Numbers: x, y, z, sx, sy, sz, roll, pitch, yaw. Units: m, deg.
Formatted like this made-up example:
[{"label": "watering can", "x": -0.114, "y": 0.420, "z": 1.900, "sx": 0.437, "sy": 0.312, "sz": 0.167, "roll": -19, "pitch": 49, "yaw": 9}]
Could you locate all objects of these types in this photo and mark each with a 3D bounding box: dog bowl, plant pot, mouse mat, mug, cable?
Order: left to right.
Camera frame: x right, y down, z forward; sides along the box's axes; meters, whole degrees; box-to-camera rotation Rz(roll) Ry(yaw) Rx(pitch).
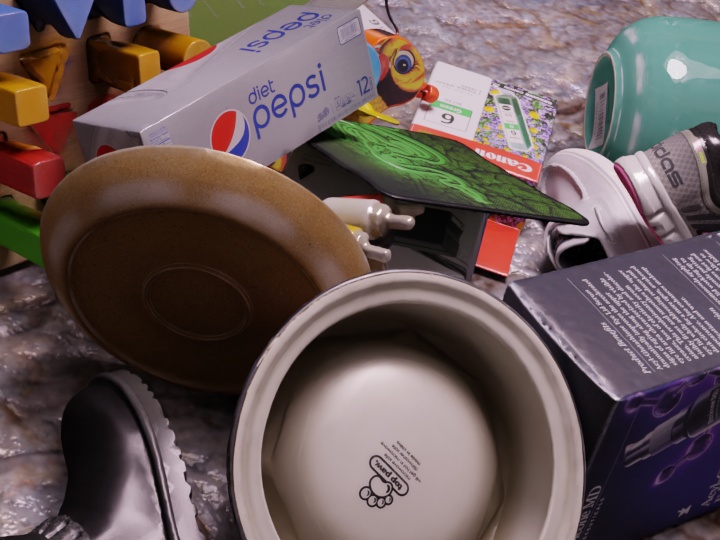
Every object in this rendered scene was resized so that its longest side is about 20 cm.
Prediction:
[{"label": "plant pot", "x": -0.091, "y": 0.011, "z": 0.849, "sx": 0.197, "sy": 0.201, "sz": 0.028, "roll": 14, "pitch": 48, "yaw": -2}, {"label": "cable", "x": -0.057, "y": -0.033, "z": 0.895, "sx": 0.197, "sy": 0.051, "sz": 0.097, "roll": 10, "pitch": 25, "yaw": 17}, {"label": "dog bowl", "x": 0.017, "y": 0.104, "z": 0.794, "sx": 0.197, "sy": 0.074, "sz": 0.203, "roll": 3, "pitch": 81, "yaw": -20}, {"label": "mouse mat", "x": 0.040, "y": -0.071, "z": 0.980, "sx": 0.159, "sy": 0.008, "sz": 0.200, "roll": 6, "pitch": 17, "yaw": -30}, {"label": "mug", "x": 0.242, "y": -0.113, "z": 1.163, "sx": 0.113, "sy": 0.154, "sz": 0.186, "roll": 6, "pitch": 38, "yaw": -7}]

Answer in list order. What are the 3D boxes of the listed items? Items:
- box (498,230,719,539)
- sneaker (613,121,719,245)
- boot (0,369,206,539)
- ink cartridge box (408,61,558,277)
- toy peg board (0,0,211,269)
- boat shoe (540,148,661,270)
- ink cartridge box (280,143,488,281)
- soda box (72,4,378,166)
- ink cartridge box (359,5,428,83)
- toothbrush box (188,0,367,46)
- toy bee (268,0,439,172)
[{"label": "box", "x": 0.170, "y": 0.075, "z": 0.900, "sx": 0.198, "sy": 0.149, "sz": 0.104, "roll": -14, "pitch": 46, "yaw": -32}, {"label": "sneaker", "x": 0.263, "y": -0.030, "z": 1.053, "sx": 0.200, "sy": 0.087, "sz": 0.074, "roll": 45, "pitch": 19, "yaw": -32}, {"label": "boot", "x": -0.164, "y": 0.138, "z": 0.752, "sx": 0.156, "sy": 0.080, "sz": 0.212, "roll": -4, "pitch": 41, "yaw": -24}, {"label": "ink cartridge box", "x": 0.086, "y": -0.083, "z": 1.153, "sx": 0.108, "sy": 0.051, "sz": 0.201, "roll": 18, "pitch": 36, "yaw": 3}, {"label": "toy peg board", "x": -0.165, "y": -0.105, "z": 0.948, "sx": 0.097, "sy": 0.202, "sz": 0.199, "roll": 21, "pitch": 32, "yaw": 40}, {"label": "boat shoe", "x": 0.171, "y": -0.015, "z": 1.090, "sx": 0.068, "sy": 0.072, "sz": 0.202, "roll": -2, "pitch": 50, "yaw": -26}, {"label": "ink cartridge box", "x": 0.000, "y": 0.000, "z": 0.985, "sx": 0.143, "sy": 0.085, "sz": 0.201, "roll": 17, "pitch": 37, "yaw": 5}, {"label": "soda box", "x": -0.080, "y": -0.102, "z": 0.932, "sx": 0.068, "sy": 0.064, "sz": 0.199, "roll": 12, "pitch": 36, "yaw": 41}, {"label": "ink cartridge box", "x": -0.040, "y": -0.193, "z": 1.241, "sx": 0.198, "sy": 0.060, "sz": 0.104, "roll": -14, "pitch": 46, "yaw": -34}, {"label": "toothbrush box", "x": -0.113, "y": -0.210, "z": 1.080, "sx": 0.146, "sy": 0.199, "sz": 0.087, "roll": 48, "pitch": 13, "yaw": -37}, {"label": "toy bee", "x": 0.008, "y": -0.142, "z": 1.126, "sx": 0.108, "sy": 0.200, "sz": 0.132, "roll": 38, "pitch": 20, "yaw": -32}]
